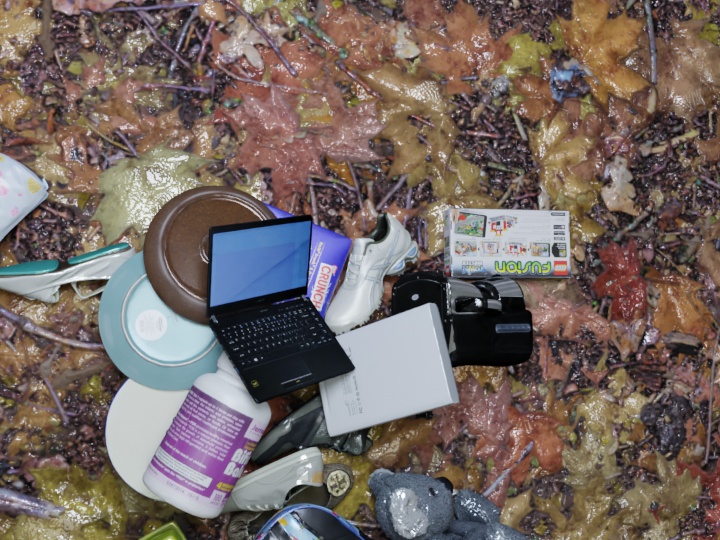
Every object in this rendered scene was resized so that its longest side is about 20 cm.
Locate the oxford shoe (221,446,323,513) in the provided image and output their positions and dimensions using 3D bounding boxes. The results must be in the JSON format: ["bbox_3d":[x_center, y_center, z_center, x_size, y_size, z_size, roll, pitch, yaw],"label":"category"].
[{"bbox_3d":[-0.135,0.307,1.074,0.200,0.075,0.058,-27,72,13],"label":"oxford shoe"}]

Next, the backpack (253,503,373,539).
[{"bbox_3d":[-0.071,0.410,1.063,0.200,0.135,0.183,44,80,-14],"label":"backpack"}]

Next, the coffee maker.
[{"bbox_3d":[0.142,0.099,1.119,0.200,0.135,0.192,5,104,-44],"label":"coffee maker"}]

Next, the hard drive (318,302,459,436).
[{"bbox_3d":[0.029,0.136,1.046,0.027,0.200,0.132,11,62,-53],"label":"hard drive"}]

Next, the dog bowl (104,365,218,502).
[{"bbox_3d":[-0.251,0.217,1.085,0.200,0.079,0.200,1,85,-11],"label":"dog bowl"}]

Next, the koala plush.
[{"bbox_3d":[0.096,0.364,1.094,0.184,0.177,0.200,-45,101,-5],"label":"koala plush"}]

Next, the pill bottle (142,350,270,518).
[{"bbox_3d":[-0.184,0.204,1.002,0.112,0.112,0.200,29,81,-8],"label":"pill bottle"}]

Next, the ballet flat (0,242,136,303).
[{"bbox_3d":[-0.410,0.012,1.083,0.200,0.069,0.070,-13,88,-13],"label":"ballet flat"}]

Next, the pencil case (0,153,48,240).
[{"bbox_3d":[-0.516,-0.064,1.053,0.091,0.083,0.200,35,79,-5],"label":"pencil case"}]

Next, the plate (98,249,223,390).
[{"bbox_3d":[-0.251,0.061,1.047,0.200,0.026,0.201,1,84,-11],"label":"plate"}]

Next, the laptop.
[{"bbox_3d":[-0.096,0.042,0.998,0.177,0.103,0.200,-12,60,-46],"label":"laptop"}]

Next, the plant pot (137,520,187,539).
[{"bbox_3d":[-0.278,0.456,1.007,0.200,0.181,0.199,-30,92,-13],"label":"plant pot"}]

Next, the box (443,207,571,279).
[{"bbox_3d":[0.231,-0.041,1.226,0.200,0.035,0.110,1,85,-11],"label":"box"}]

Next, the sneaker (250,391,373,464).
[{"bbox_3d":[-0.058,0.242,1.123,0.199,0.076,0.114,-30,85,-18],"label":"sneaker"}]

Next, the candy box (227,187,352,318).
[{"bbox_3d":[-0.136,-0.001,1.128,0.200,0.077,0.169,23,80,-8],"label":"candy box"}]

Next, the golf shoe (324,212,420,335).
[{"bbox_3d":[0.000,0.000,1.132,0.200,0.078,0.097,-53,130,-27],"label":"golf shoe"}]

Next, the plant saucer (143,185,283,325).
[{"bbox_3d":[-0.189,-0.026,1.048,0.200,0.034,0.201,5,73,-18],"label":"plant saucer"}]

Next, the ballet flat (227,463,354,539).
[{"bbox_3d":[-0.098,0.340,1.122,0.200,0.046,0.067,-22,90,-12],"label":"ballet flat"}]
